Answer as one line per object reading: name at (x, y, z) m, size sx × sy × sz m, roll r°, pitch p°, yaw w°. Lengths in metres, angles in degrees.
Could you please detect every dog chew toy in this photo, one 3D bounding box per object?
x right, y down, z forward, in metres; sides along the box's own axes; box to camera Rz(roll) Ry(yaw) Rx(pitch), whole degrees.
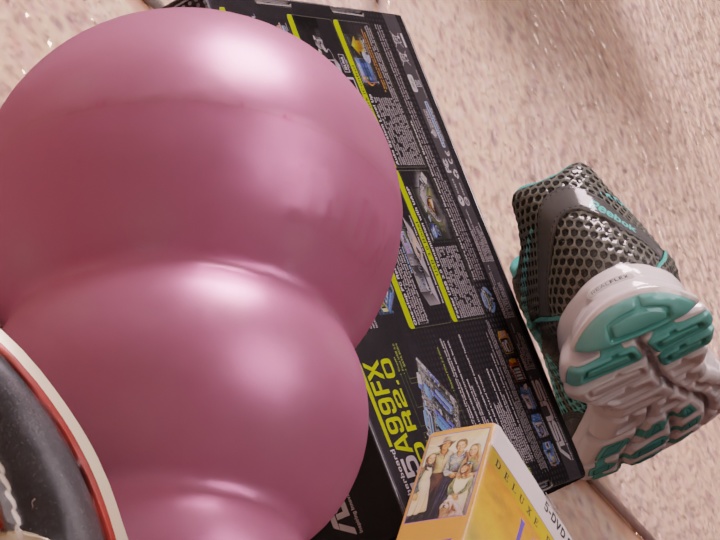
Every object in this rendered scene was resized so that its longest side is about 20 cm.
dog chew toy at (-0.050, 0.029, 0.619) m, size 0.124 × 0.124 × 0.201 m, roll 36°, pitch 46°, yaw -45°

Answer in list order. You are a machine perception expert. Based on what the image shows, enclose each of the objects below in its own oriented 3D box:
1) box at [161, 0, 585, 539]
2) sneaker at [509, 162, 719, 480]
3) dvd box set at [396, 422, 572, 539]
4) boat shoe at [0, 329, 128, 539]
box at (0.000, 0.000, 0.819) m, size 0.160 × 0.044 × 0.201 m, roll -7°, pitch 74°, yaw -63°
sneaker at (0.101, 0.019, 0.911) m, size 0.200 × 0.077 × 0.092 m, roll 74°, pitch -9°, yaw -66°
dvd box set at (0.042, 0.169, 0.707) m, size 0.147 × 0.029 × 0.200 m, roll 59°, pitch 34°, yaw -31°
boat shoe at (-0.090, 0.100, 0.535) m, size 0.062 × 0.071 × 0.201 m, roll -20°, pitch 90°, yaw -56°
